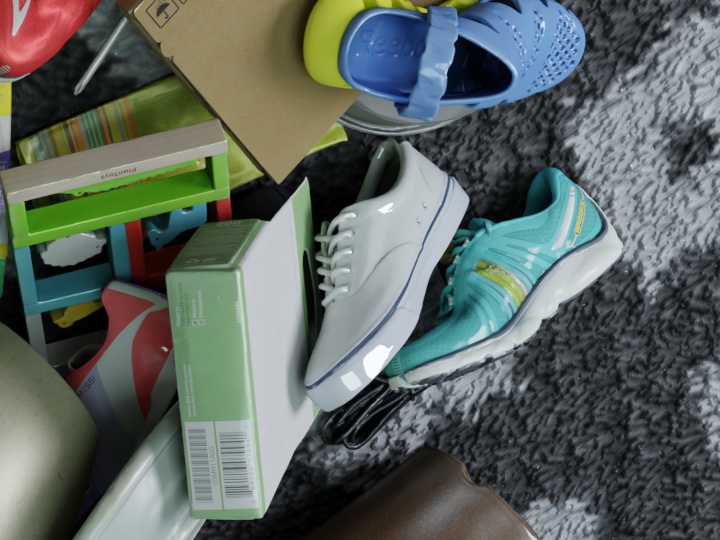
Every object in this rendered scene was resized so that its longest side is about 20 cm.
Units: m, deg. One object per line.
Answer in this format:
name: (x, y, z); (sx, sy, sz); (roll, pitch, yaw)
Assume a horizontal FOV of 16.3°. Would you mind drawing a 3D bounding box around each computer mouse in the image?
computer mouse: (0.004, 0.016, 1.588); (0.140, 0.046, 0.201); (-35, 121, -9)

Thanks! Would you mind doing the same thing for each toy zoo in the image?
toy zoo: (-0.138, 0.000, 1.487); (0.130, 0.021, 0.201); (-14, 141, -11)

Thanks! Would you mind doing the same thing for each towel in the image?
towel: (-0.106, -0.077, 1.515); (0.199, 0.018, 0.086); (-25, 120, -15)

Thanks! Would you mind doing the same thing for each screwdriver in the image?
screwdriver: (-0.108, -0.184, 1.460); (0.028, 0.029, 0.201); (33, 89, -32)

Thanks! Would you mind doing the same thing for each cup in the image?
cup: (-0.234, 0.109, 1.438); (0.143, 0.200, 0.201); (-45, 123, -18)

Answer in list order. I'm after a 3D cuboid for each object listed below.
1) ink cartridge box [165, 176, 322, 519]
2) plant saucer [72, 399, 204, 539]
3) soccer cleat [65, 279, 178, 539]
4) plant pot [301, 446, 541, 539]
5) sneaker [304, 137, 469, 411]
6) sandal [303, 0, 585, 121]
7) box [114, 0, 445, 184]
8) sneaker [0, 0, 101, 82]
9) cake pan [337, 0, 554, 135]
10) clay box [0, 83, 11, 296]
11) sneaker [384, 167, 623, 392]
ink cartridge box: (-0.062, 0.040, 1.452); (0.048, 0.200, 0.146); (-3, 107, 9)
plant saucer: (-0.133, 0.163, 1.453); (0.050, 0.200, 0.201); (34, 94, 2)
soccer cleat: (-0.153, 0.087, 1.517); (0.073, 0.068, 0.200); (32, 127, 0)
plant pot: (0.020, 0.232, 1.610); (0.198, 0.200, 0.201); (-41, 122, -15)
sneaker: (0.000, 0.000, 1.516); (0.071, 0.200, 0.073); (42, 133, -16)
sandal: (0.063, -0.121, 1.466); (0.199, 0.087, 0.080); (-10, 121, -41)
box: (-0.026, -0.170, 1.441); (0.200, 0.021, 0.164); (-48, 133, -8)
sneaker: (-0.146, -0.188, 1.380); (0.077, 0.085, 0.200); (48, 63, -27)
cake pan: (0.038, -0.176, 1.524); (0.199, 0.037, 0.202); (-9, 110, -26)
clay box: (-0.258, -0.077, 1.424); (0.114, 0.048, 0.201); (-6, 113, -26)
sneaker: (0.079, 0.009, 1.593); (0.200, 0.077, 0.080); (-40, 99, -33)
